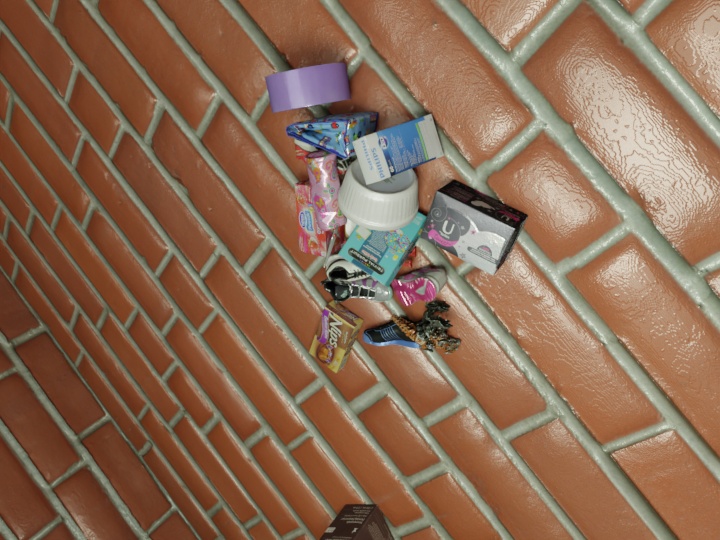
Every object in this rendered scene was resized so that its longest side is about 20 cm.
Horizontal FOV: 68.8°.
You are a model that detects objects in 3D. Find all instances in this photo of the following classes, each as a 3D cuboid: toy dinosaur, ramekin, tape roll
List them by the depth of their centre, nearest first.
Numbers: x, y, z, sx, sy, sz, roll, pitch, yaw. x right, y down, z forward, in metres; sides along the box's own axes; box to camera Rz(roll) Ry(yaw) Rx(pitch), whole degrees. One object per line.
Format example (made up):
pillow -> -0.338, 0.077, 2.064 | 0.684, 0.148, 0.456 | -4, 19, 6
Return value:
ramekin -> 0.047, -0.196, 1.261 | 0.201, 0.202, 0.095 | 31, 141, 19
tape roll -> -0.126, -0.443, 1.279 | 0.198, 0.200, 0.086 | 3, 111, 33
toy dinosaur -> 0.178, 0.159, 1.381 | 0.136, 0.198, 0.103 | -60, 35, 32

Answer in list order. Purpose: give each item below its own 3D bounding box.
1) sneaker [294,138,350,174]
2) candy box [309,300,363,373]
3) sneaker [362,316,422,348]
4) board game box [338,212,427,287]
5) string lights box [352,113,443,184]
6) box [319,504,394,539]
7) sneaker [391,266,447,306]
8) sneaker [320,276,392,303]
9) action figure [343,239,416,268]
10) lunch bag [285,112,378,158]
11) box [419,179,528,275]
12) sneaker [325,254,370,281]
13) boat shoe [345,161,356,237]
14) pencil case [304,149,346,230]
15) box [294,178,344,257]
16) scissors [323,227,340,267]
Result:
sneaker -> -0.101, -0.297, 1.412 | 0.199, 0.077, 0.086 | 35, 134, 33
candy box -> -0.077, 0.205, 1.624 | 0.116, 0.056, 0.201 | 34, 126, 18
sneaker -> 0.094, 0.168, 1.488 | 0.198, 0.070, 0.079 | 0, 108, 27
board game box -> 0.059, -0.083, 1.345 | 0.150, 0.047, 0.201 | 33, 91, 18
string lights box -> 0.089, -0.278, 1.203 | 0.059, 0.199, 0.104 | -1, 111, 59
box -> -0.014, 0.943, 1.814 | 0.165, 0.200, 0.166 | -20, 98, 37
sneaker -> 0.158, 0.039, 1.379 | 0.199, 0.088, 0.082 | -6, 111, 59
sneaker -> -0.021, 0.061, 1.466 | 0.198, 0.140, 0.079 | 16, 120, 28
action figure -> 0.047, -0.055, 1.402 | 0.198, 0.066, 0.052 | 11, 150, 19
lunch bag -> -0.077, -0.354, 1.316 | 0.198, 0.150, 0.095 | 17, 119, 27
box -> 0.260, -0.101, 1.223 | 0.199, 0.115, 0.133 | 31, 124, 20
sneaker -> 0.000, 0.000, 1.434 | 0.198, 0.080, 0.074 | -4, 119, 7
boat shoe -> -0.003, -0.187, 1.401 | 0.068, 0.071, 0.202 | 3, 106, 5
pencil case -> -0.085, -0.202, 1.332 | 0.087, 0.087, 0.202 | 6, 119, 31
box -> -0.112, -0.150, 1.465 | 0.099, 0.095, 0.202 | 13, 117, 30
scissors -> -0.063, -0.107, 1.442 | 0.014, 0.073, 0.202 | 16, 104, 37
